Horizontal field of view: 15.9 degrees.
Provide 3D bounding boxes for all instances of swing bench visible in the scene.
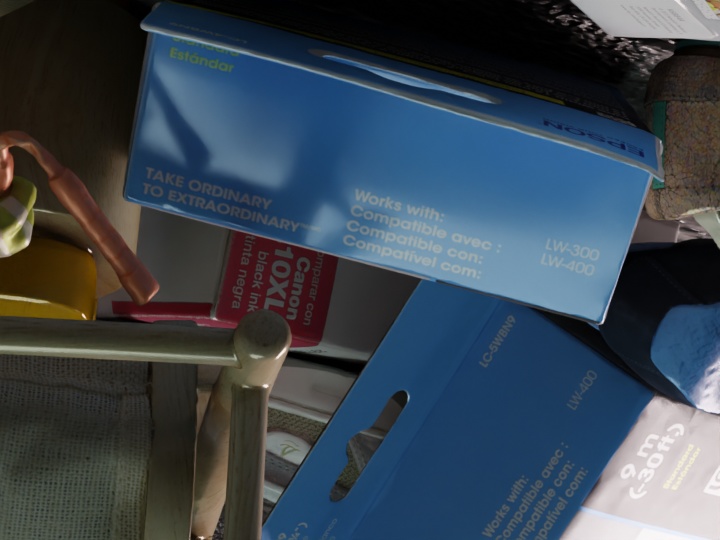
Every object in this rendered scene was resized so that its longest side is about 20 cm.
[{"bbox_3d":[-0.132,0.073,0.728,0.199,0.130,0.200,4,176,-9],"label":"swing bench"}]

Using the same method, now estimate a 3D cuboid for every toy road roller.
[{"bbox_3d":[-0.150,-0.016,0.848,0.146,0.123,0.200,8,154,-9],"label":"toy road roller"}]

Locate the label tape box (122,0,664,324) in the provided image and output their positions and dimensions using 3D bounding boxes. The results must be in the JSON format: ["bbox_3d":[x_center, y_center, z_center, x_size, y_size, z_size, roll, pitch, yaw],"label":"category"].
[{"bbox_3d":[0.008,-0.034,0.753,0.143,0.066,0.200,15,-170,0],"label":"label tape box"}]

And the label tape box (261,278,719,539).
[{"bbox_3d":[0.066,0.092,0.927,0.200,0.144,0.063,18,-162,-49],"label":"label tape box"}]

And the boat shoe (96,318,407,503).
[{"bbox_3d":[-0.075,0.058,0.963,0.202,0.065,0.074,11,172,8],"label":"boat shoe"}]

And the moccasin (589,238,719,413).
[{"bbox_3d":[0.143,0.009,0.913,0.068,0.081,0.200,32,-171,30],"label":"moccasin"}]

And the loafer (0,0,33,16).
[{"bbox_3d":[-0.102,-0.098,0.706,0.200,0.068,0.076,9,168,26],"label":"loafer"}]

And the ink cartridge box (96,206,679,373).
[{"bbox_3d":[0.000,0.000,0.999,0.200,0.084,0.145,14,172,-32],"label":"ink cartridge box"}]

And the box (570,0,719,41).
[{"bbox_3d":[0.117,-0.087,0.551,0.200,0.041,0.156,9,169,32],"label":"box"}]

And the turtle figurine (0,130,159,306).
[{"bbox_3d":[-0.164,-0.026,0.706,0.200,0.064,0.161,26,169,-21],"label":"turtle figurine"}]

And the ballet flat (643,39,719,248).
[{"bbox_3d":[0.168,-0.011,0.807,0.200,0.067,0.068,18,167,-22],"label":"ballet flat"}]
